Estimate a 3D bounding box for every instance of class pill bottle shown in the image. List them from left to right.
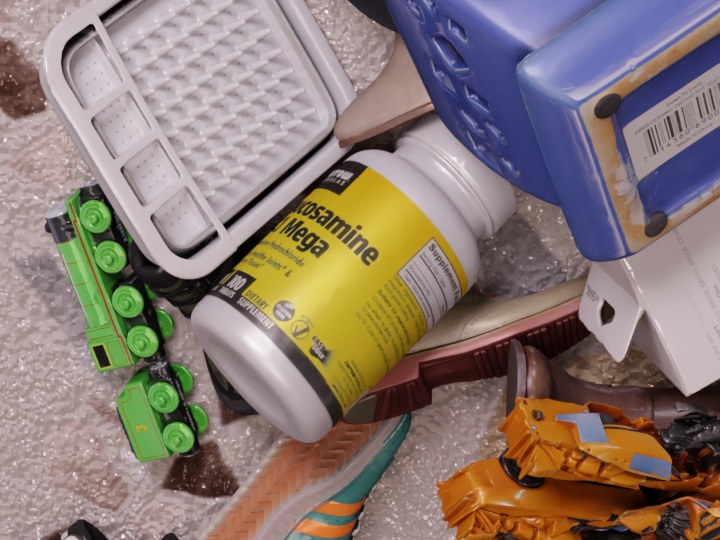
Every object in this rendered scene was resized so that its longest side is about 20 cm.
[{"bbox_3d":[0.000,0.000,1.360,0.200,0.112,0.113,-45,100,-15],"label":"pill bottle"}]

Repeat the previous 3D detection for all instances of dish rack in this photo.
[{"bbox_3d":[-0.101,-0.106,1.348,0.043,0.200,0.172,-14,112,50],"label":"dish rack"}]

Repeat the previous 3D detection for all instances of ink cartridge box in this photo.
[{"bbox_3d":[0.218,-0.027,1.325,0.199,0.129,0.126,-29,104,-1],"label":"ink cartridge box"}]

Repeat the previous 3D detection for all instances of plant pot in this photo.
[{"bbox_3d":[0.141,-0.137,1.209,0.199,0.180,0.200,-33,143,-5],"label":"plant pot"}]

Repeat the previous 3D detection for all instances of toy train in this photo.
[{"bbox_3d":[-0.157,0.036,1.466,0.056,0.042,0.202,-13,107,22],"label":"toy train"}]

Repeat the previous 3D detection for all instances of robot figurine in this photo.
[{"bbox_3d":[0.154,0.135,1.335,0.198,0.059,0.145,13,136,-27],"label":"robot figurine"}]

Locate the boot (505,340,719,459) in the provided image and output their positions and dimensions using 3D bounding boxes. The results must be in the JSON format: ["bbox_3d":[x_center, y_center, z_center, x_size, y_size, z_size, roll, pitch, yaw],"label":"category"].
[{"bbox_3d":[0.192,0.086,1.376,0.198,0.186,0.065,3,80,9],"label":"boot"}]

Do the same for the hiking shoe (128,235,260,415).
[{"bbox_3d":[-0.107,0.003,1.407,0.075,0.100,0.202,-2,106,43],"label":"hiking shoe"}]

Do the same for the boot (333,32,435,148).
[{"bbox_3d":[0.046,-0.180,1.353,0.199,0.070,0.147,-25,100,9],"label":"boot"}]

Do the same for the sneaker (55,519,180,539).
[{"bbox_3d":[-0.210,0.215,1.525,0.198,0.076,0.089,1,93,3],"label":"sneaker"}]

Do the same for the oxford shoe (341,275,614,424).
[{"bbox_3d":[0.068,0.032,1.421,0.198,0.071,0.075,-18,64,-4],"label":"oxford shoe"}]

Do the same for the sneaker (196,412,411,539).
[{"bbox_3d":[-0.030,0.160,1.482,0.200,0.071,0.080,-46,131,8],"label":"sneaker"}]

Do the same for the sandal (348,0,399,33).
[{"bbox_3d":[-0.008,-0.200,1.320,0.199,0.043,0.077,33,112,23],"label":"sandal"}]

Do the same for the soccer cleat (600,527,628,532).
[{"bbox_3d":[0.170,0.176,1.445,0.198,0.070,0.087,1,80,6],"label":"soccer cleat"}]
